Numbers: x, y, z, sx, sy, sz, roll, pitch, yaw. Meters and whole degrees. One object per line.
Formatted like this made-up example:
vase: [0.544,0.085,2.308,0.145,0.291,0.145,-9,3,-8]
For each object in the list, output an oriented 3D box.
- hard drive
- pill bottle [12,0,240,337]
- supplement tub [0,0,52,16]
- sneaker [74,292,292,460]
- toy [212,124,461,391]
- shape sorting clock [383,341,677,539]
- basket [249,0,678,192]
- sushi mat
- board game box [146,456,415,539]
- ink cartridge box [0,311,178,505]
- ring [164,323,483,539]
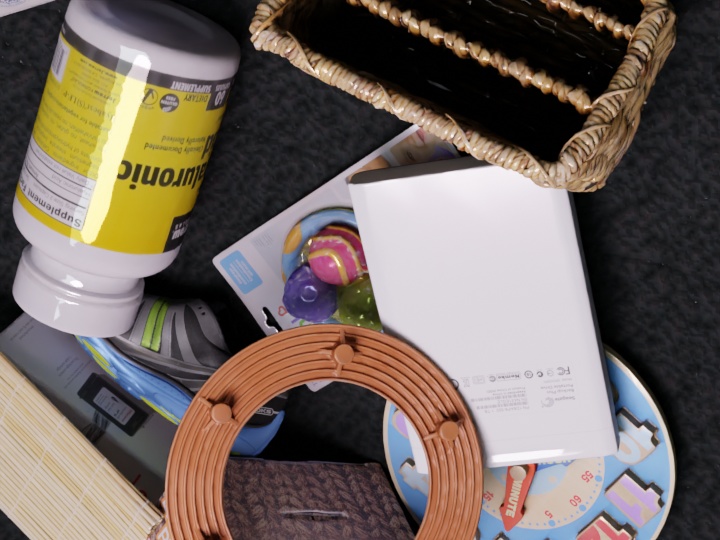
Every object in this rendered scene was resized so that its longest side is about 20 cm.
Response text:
hard drive: [0.078,0.027,1.169,0.131,0.027,0.201,-7,113,16]
pill bottle: [-0.154,-0.065,1.187,0.111,0.111,0.201,23,112,8]
supplement tub: [-0.227,-0.218,1.143,0.199,0.132,0.133,-11,111,24]
sneaker: [-0.129,0.047,1.280,0.199,0.083,0.071,35,164,16]
toy: [0.000,0.000,1.215,0.200,0.047,0.115,-32,99,29]
shape sorting clock: [0.108,0.122,1.241,0.199,0.039,0.201,8,117,16]
basket: [0.067,-0.143,1.038,0.199,0.149,0.143,28,99,14]
sushi mat: [-0.218,0.132,1.271,0.200,0.012,0.096,42,121,20]
board game box: [-0.078,0.227,1.279,0.200,0.159,0.097,-56,45,32]
ink cartridge box: [-0.192,0.135,1.340,0.200,0.067,0.116,38,121,0]
ring: [-0.019,0.133,1.155,0.199,0.019,0.202,0,92,-12]
